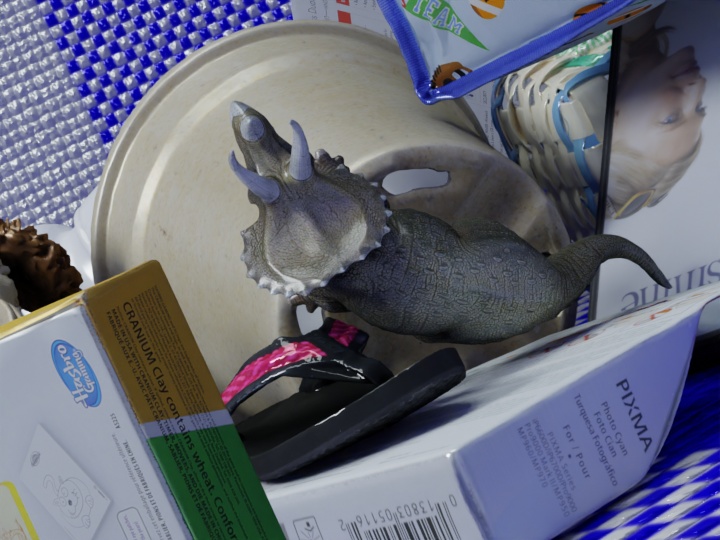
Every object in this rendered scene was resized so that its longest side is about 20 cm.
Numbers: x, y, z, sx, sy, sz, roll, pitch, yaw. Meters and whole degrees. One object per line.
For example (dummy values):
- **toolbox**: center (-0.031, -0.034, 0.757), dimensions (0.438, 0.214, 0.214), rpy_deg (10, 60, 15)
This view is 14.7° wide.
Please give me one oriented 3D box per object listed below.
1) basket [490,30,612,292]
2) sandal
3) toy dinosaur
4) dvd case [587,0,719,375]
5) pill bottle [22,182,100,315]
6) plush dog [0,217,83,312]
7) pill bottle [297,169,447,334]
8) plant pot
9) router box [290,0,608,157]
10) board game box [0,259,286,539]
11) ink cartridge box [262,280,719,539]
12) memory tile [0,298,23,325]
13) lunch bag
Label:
- **basket**: center (0.151, -0.070, 1.314), dimensions (0.176, 0.140, 0.200), rpy_deg (-26, 0, -7)
- **sandal**: center (-0.027, 0.046, 1.031), dimensions (0.075, 0.045, 0.200), rpy_deg (-24, 2, -25)
- **toy dinosaur**: center (0.025, 0.001, 1.045), dimensions (0.077, 0.199, 0.102), rpy_deg (-66, 17, 7)
- **dvd case**: center (0.156, -0.051, 1.122), dimensions (0.142, 0.018, 0.201), rpy_deg (-21, 45, 35)
- **pill bottle**: center (-0.155, 0.048, 1.387), dimensions (0.200, 0.111, 0.111), rpy_deg (-47, -1, 16)
- **plush dog**: center (-0.181, 0.059, 1.180), dimensions (0.199, 0.172, 0.161), rpy_deg (-28, -34, -15)
- **pill bottle**: center (0.002, 0.000, 1.463), dimensions (0.113, 0.114, 0.200), rpy_deg (-24, 5, 16)
- **plant pot**: center (0.000, 0.000, 1.203), dimensions (0.200, 0.201, 0.183), rpy_deg (-26, 17, -12)
- **router box**: center (0.056, -0.126, 1.426), dimensions (0.200, 0.179, 0.049), rpy_deg (84, -156, -61)
- **board game box**: center (-0.110, 0.102, 0.755), dimensions (0.199, 0.154, 0.040), rpy_deg (-22, 5, 29)
- **ink cartridge box**: center (0.059, 0.060, 1.012), dimensions (0.200, 0.047, 0.160), rpy_deg (-24, 3, -39)
- **memory tile**: center (-0.187, 0.113, 1.061), dimensions (0.153, 0.017, 0.201), rpy_deg (-23, 50, 27)
- **lunch bag**: center (0.113, -0.172, 1.135), dimensions (0.200, 0.124, 0.170), rpy_deg (-20, 13, 48)
